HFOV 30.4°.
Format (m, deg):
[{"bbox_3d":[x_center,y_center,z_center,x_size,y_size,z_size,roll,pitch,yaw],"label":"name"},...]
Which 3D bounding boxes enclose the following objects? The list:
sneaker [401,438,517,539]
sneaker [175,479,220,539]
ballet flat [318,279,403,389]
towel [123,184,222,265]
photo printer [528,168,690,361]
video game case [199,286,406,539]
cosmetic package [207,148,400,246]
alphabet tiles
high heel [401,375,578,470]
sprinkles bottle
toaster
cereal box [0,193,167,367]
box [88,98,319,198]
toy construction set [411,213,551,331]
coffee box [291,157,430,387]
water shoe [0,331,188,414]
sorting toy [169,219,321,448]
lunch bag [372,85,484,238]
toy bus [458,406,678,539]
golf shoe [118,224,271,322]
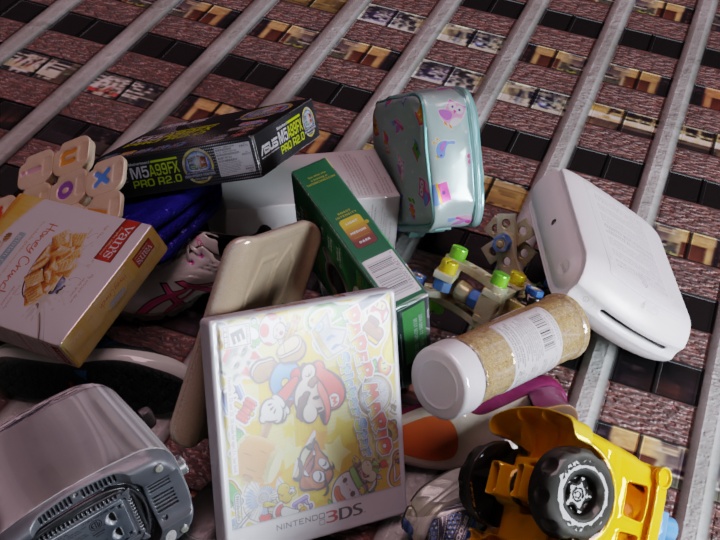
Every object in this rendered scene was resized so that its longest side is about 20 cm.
[{"bbox_3d":[0.133,0.203,1.165,0.198,0.078,0.085,-28,58,-27],"label":"sneaker"},{"bbox_3d":[-0.090,0.174,1.149,0.075,0.080,0.199,30,44,25],"label":"sneaker"},{"bbox_3d":[0.013,0.036,1.354,0.071,0.073,0.201,-8,39,-19],"label":"ballet flat"},{"bbox_3d":[-0.253,-0.047,1.370,0.197,0.050,0.148,-7,29,31],"label":"towel"},{"bbox_3d":[0.262,0.000,1.394,0.165,0.070,0.201,30,30,-24],"label":"photo printer"},{"bbox_3d":[-0.044,0.126,1.114,0.180,0.204,0.023,-9,10,-32],"label":"video game case"},{"bbox_3d":[-0.066,-0.070,1.468,0.197,0.086,0.108,-6,37,-15],"label":"cosmetic package"},{"bbox_3d":[-0.312,-0.038,1.334,0.193,0.015,0.203,-17,59,26],"label":"alphabet tiles"},{"bbox_3d":[0.102,0.140,1.259,0.197,0.069,0.096,-3,14,-10],"label":"high heel"},{"bbox_3d":[0.134,0.077,1.230,0.068,0.069,0.199,34,35,32],"label":"sprinkles bottle"},{"bbox_3d":[-0.243,0.185,1.075,0.198,0.115,0.129,-30,44,-16],"label":"toaster"},{"bbox_3d":[-0.293,0.004,1.243,0.198,0.040,0.145,12,57,38],"label":"cereal box"},{"bbox_3d":[-0.162,-0.127,1.392,0.197,0.045,0.160,-7,18,24],"label":"box"},{"bbox_3d":[0.137,0.013,1.374,0.130,0.093,0.200,26,30,21],"label":"toy construction set"},{"bbox_3d":[0.000,0.000,1.257,0.044,0.124,0.201,-25,52,-16],"label":"coffee box"},{"bbox_3d":[-0.246,0.080,1.251,0.197,0.072,0.079,8,39,2],"label":"water shoe"},{"bbox_3d":[-0.103,0.048,1.170,0.036,0.188,0.200,21,11,14],"label":"sorting toy"},{"bbox_3d":[0.073,-0.117,1.460,0.076,0.163,0.200,-9,5,-14],"label":"lunch bag"},{"bbox_3d":[0.174,0.233,1.067,0.190,0.203,0.135,23,-15,-25],"label":"toy bus"},{"bbox_3d":[-0.179,-0.006,1.361,0.197,0.093,0.073,-9,42,-18],"label":"golf shoe"}]
